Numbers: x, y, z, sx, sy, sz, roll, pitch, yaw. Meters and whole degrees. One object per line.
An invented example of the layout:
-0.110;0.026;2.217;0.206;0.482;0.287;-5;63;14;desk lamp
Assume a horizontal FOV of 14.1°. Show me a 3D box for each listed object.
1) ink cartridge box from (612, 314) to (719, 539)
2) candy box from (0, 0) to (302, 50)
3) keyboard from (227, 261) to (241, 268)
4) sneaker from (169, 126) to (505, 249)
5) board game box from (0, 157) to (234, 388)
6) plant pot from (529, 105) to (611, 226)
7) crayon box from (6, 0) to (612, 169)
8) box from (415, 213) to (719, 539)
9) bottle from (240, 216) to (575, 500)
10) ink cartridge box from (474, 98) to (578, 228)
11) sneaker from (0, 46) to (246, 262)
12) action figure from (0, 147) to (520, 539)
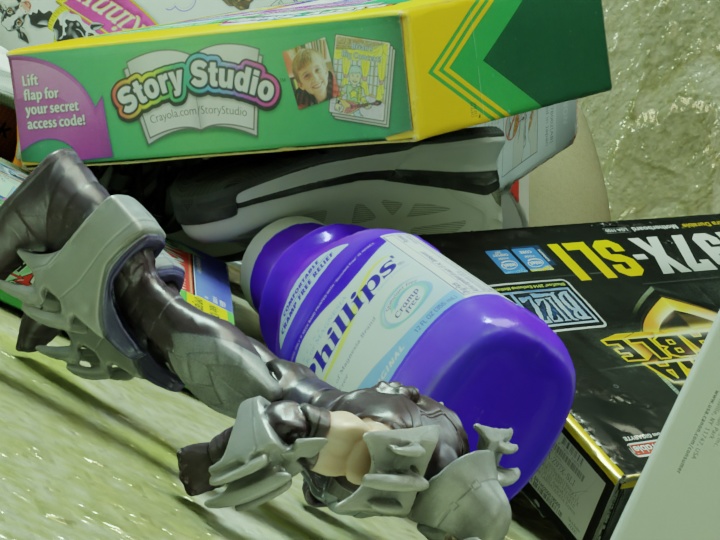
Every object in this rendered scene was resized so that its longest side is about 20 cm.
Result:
0.191;0.062;0.930;0.175;0.200;0.084;27;4;11;ink cartridge box
-0.088;-0.157;1.448;0.168;0.200;0.072;55;12;13;candy box
-0.072;-0.011;1.438;0.200;0.011;0.056;19;1;-13;keyboard
0.000;0.000;1.277;0.076;0.116;0.200;-3;4;41;sneaker
-0.117;-0.006;1.161;0.134;0.029;0.200;25;5;-7;board game box
0.054;-0.040;1.580;0.200;0.135;0.200;20;-3;1;plant pot
-0.020;-0.085;1.254;0.200;0.058;0.172;-3;9;33;crayon box
0.130;0.043;1.207;0.200;0.049;0.160;-4;37;-36;box
0.009;0.027;1.127;0.065;0.084;0.200;33;2;-29;bottle
0.074;-0.099;1.407;0.050;0.161;0.200;11;-21;-25;ink cartridge box
-0.126;-0.046;1.349;0.200;0.074;0.079;18;16;-12;sneaker
-0.029;0.042;0.928;0.200;0.069;0.130;32;0;23;action figure
